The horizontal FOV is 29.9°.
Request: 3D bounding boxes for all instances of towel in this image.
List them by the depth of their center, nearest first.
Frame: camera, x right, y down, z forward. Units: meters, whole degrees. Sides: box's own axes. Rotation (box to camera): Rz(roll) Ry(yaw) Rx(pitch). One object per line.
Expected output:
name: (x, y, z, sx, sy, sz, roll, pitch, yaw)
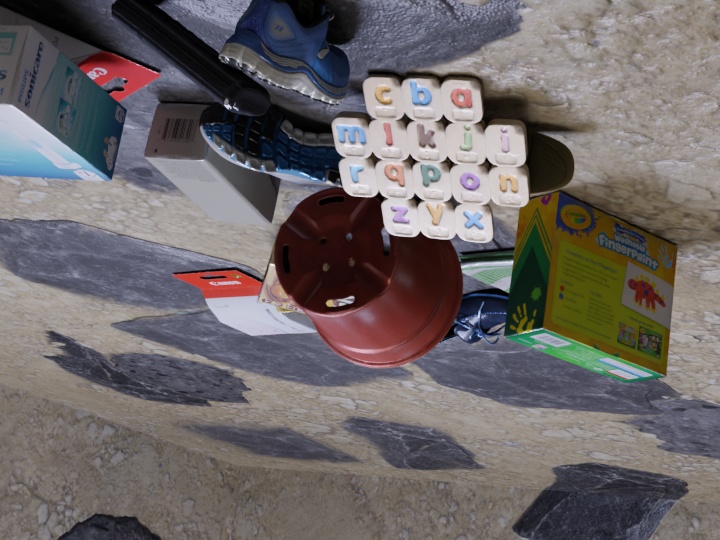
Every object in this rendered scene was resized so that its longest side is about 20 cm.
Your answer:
towel: (0.244, 0.015, 1.817, 0.152, 0.023, 0.200, -6, 156, 43)

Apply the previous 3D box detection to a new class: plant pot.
plant pot: (0.000, 0.000, 1.570, 0.200, 0.201, 0.195, 5, 169, 19)

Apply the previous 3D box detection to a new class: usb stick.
usb stick: (-0.152, -0.192, 1.195, 0.200, 0.033, 0.055, 39, -167, 36)

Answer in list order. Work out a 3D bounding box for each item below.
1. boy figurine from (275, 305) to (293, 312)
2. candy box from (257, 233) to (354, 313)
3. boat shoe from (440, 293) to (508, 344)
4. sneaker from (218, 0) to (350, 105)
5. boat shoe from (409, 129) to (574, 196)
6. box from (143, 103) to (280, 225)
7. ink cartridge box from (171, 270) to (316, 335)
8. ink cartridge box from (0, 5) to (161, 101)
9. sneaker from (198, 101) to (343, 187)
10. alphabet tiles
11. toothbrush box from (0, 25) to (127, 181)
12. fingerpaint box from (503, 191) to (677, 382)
boy figurine: (-0.038, 0.056, 1.988, 0.200, 0.065, 0.124, 20, 164, -37)
candy box: (-0.035, 0.022, 1.880, 0.200, 0.055, 0.115, 16, 150, -4)
boat shoe: (0.170, 0.079, 1.994, 0.084, 0.069, 0.200, 19, 162, -26)
sneaker: (-0.048, -0.201, 1.180, 0.078, 0.089, 0.200, 28, -171, 14)
boat shoe: (0.127, -0.112, 1.402, 0.200, 0.072, 0.066, 0, -176, 20)
box: (-0.166, -0.119, 1.552, 0.082, 0.069, 0.200, 6, 163, 19)
ink cartridge box: (-0.187, 0.055, 2.188, 0.162, 0.057, 0.200, -4, 162, 43)
ink cartridge box: (-0.334, -0.205, 1.415, 0.200, 0.050, 0.161, 23, 160, -29)
sneaker: (-0.089, -0.128, 1.474, 0.200, 0.075, 0.087, 18, 168, -23)
alphabet tiles: (0.071, -0.112, 1.358, 0.200, 0.015, 0.196, 5, 131, 20)
toothbrush box: (-0.346, -0.163, 1.335, 0.146, 0.085, 0.200, 4, 165, 20)
fingerpaint box: (0.269, 0.023, 1.569, 0.200, 0.167, 0.073, 20, 159, -31)
